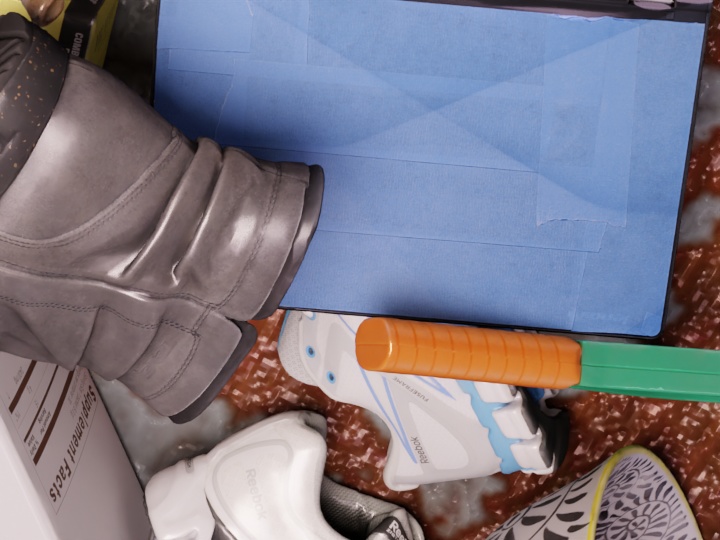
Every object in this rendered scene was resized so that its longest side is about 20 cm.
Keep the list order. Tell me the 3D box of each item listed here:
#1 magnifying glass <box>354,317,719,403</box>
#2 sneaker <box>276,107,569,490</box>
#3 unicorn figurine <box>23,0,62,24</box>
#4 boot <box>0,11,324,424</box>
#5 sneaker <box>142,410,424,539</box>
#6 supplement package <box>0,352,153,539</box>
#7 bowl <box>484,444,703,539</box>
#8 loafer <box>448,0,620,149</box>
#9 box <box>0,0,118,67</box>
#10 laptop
[{"bbox_3d":[0.090,0.034,1.046,0.199,0.079,0.023,4,87,-29],"label":"magnifying glass"},{"bbox_3d":[0.000,0.000,1.076,0.086,0.075,0.201,-19,109,18],"label":"sneaker"},{"bbox_3d":[-0.146,-0.127,0.979,0.137,0.200,0.074,32,134,11],"label":"unicorn figurine"},{"bbox_3d":[-0.109,0.020,0.967,0.131,0.070,0.200,29,124,-22],"label":"boot"},{"bbox_3d":[0.003,0.141,1.135,0.081,0.075,0.200,-36,108,5],"label":"sneaker"},{"bbox_3d":[-0.172,0.052,1.083,0.121,0.120,0.201,-19,109,11],"label":"supplement package"},{"bbox_3d":[0.071,0.170,1.079,0.094,0.201,0.202,-10,112,21],"label":"bowl"},{"bbox_3d":[0.085,-0.124,1.025,0.200,0.072,0.063,-43,88,13],"label":"loafer"},{"bbox_3d":[-0.188,-0.104,1.046,0.199,0.075,0.050,16,113,-3],"label":"box"},{"bbox_3d":[0.023,-0.055,0.947,0.186,0.200,0.117,4,80,-2],"label":"laptop"}]
